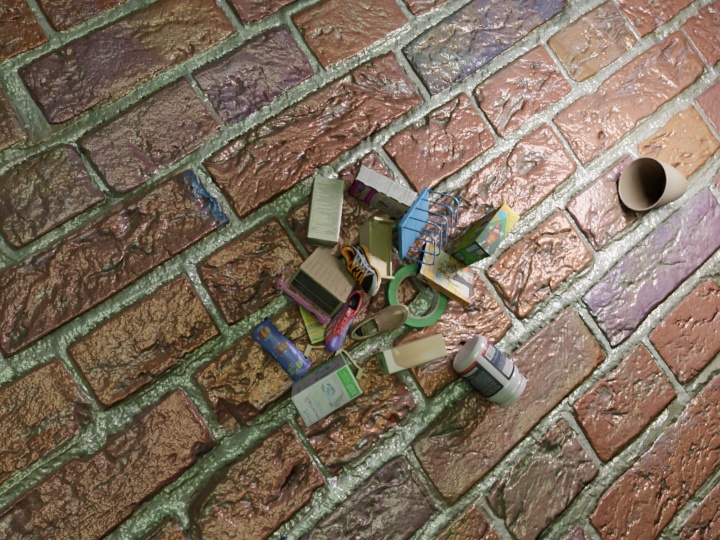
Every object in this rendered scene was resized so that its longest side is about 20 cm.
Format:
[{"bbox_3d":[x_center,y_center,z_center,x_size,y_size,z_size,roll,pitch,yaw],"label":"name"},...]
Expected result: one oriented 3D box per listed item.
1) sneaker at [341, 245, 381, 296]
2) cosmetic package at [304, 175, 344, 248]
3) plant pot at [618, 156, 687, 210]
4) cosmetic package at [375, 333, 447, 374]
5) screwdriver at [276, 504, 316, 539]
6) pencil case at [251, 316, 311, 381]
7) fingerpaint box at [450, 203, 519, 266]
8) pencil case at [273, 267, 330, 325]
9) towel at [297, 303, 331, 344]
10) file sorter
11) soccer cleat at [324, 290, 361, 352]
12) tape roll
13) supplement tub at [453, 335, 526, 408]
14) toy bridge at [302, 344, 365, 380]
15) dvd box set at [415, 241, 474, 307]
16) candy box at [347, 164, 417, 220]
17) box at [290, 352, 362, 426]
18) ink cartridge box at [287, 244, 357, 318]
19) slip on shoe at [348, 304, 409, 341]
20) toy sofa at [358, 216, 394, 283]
[{"bbox_3d":[0.000,0.000,1.576,0.076,0.079,0.201,9,37,-33],"label":"sneaker"},{"bbox_3d":[-0.114,-0.182,1.636,0.102,0.087,0.203,10,76,-11],"label":"cosmetic package"},{"bbox_3d":[1.084,-0.308,1.888,0.197,0.187,0.190,-1,79,-27],"label":"plant pot"},{"bbox_3d":[0.156,0.257,1.603,0.197,0.105,0.072,-15,82,-16],"label":"cosmetic package"},{"bbox_3d":[-0.195,0.741,1.470,0.199,0.028,0.029,-38,60,-13],"label":"screwdriver"},{"bbox_3d":[-0.235,0.231,1.532,0.200,0.087,0.078,47,69,-1],"label":"pencil case"},{"bbox_3d":[0.398,-0.108,1.675,0.073,0.200,0.167,41,73,-3],"label":"fingerpaint box"},{"bbox_3d":[-0.163,0.078,1.562,0.199,0.083,0.087,37,69,-6],"label":"pencil case"},{"bbox_3d":[-0.145,0.120,1.610,0.085,0.018,0.203,-17,82,-20],"label":"towel"},{"bbox_3d":[0.214,-0.135,1.622,0.121,0.140,0.201,19,52,23],"label":"file sorter"},{"bbox_3d":[-0.051,0.150,1.581,0.066,0.076,0.202,29,66,-6],"label":"soccer cleat"},{"bbox_3d":[0.178,0.082,1.670,0.197,0.048,0.204,2,79,-12],"label":"tape roll"},{"bbox_3d":[0.401,0.315,1.625,0.200,0.140,0.141,42,74,-2],"label":"supplement tub"},{"bbox_3d":[-0.075,0.268,1.589,0.198,0.027,0.068,24,75,-7],"label":"toy bridge"},{"bbox_3d":[0.274,0.010,1.671,0.198,0.029,0.147,31,47,-13],"label":"dvd box set"},{"bbox_3d":[0.068,-0.247,1.663,0.198,0.136,0.062,27,75,-7],"label":"candy box"},{"bbox_3d":[-0.099,0.332,1.466,0.175,0.200,0.098,-30,93,-5],"label":"box"},{"bbox_3d":[-0.104,0.028,1.544,0.164,0.200,0.075,40,114,-3],"label":"ink cartridge box"},{"bbox_3d":[0.057,0.162,1.593,0.197,0.061,0.077,-19,91,2],"label":"slip on shoe"},{"bbox_3d":[0.051,-0.062,1.658,0.082,0.097,0.203,7,76,-29],"label":"toy sofa"}]
